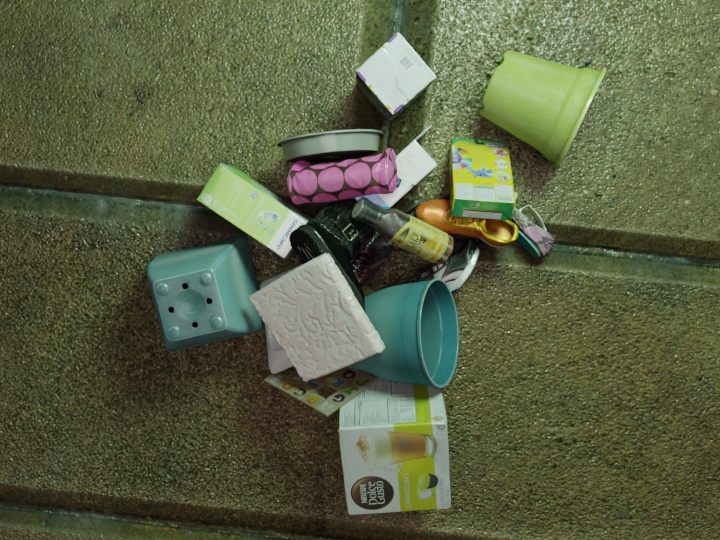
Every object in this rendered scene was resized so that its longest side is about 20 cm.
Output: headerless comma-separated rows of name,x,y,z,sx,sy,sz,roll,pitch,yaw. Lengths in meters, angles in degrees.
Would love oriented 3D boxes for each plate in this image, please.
plate,-0.117,0.074,1.529,0.200,0.032,0.200,-25,60,28

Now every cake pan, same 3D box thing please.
cake pan,-0.055,-0.230,1.494,0.200,0.200,0.037,-6,93,2

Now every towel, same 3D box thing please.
towel,-0.078,0.089,1.429,0.191,0.032,0.200,-26,101,31

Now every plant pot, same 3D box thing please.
plant pot,0.064,0.121,1.502,0.188,0.200,0.200,-4,97,26
plant pot,0.332,-0.319,1.497,0.184,0.200,0.201,27,96,9
plant pot,-0.305,0.054,1.531,0.196,0.200,0.196,-13,96,3

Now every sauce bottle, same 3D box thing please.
sauce bottle,0.077,-0.074,1.477,0.200,0.066,0.066,23,96,-20

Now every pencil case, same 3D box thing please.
pencil case,-0.031,-0.173,1.455,0.200,0.091,0.094,-4,53,15

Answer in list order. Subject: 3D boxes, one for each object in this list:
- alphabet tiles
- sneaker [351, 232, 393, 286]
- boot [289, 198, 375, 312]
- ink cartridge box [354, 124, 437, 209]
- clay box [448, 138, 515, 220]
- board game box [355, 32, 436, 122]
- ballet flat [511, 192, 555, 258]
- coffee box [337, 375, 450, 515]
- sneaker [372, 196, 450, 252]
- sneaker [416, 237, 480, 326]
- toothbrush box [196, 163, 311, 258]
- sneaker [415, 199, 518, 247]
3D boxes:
alphabet tiles,-0.081,0.200,1.547,0.200,0.167,0.008,22,127,35
sneaker,0.000,0.000,1.561,0.076,0.116,0.200,36,96,-3
boot,-0.024,-0.026,1.470,0.079,0.158,0.211,-20,104,42
ink cartridge box,0.081,-0.186,1.539,0.200,0.116,0.067,-42,93,5
clay box,0.229,-0.179,1.526,0.115,0.200,0.048,5,133,1
board game box,0.061,-0.352,1.479,0.103,0.200,0.105,-41,95,5
ballet flat,0.303,-0.110,1.574,0.200,0.069,0.071,40,78,-6
coffee box,0.063,0.321,1.527,0.197,0.200,0.200,-4,115,2
sneaker,0.109,-0.095,1.564,0.200,0.066,0.091,-16,85,-17
sneaker,0.157,0.012,1.578,0.086,0.080,0.200,36,95,-1
toothbrush box,-0.197,-0.116,1.538,0.200,0.146,0.086,35,95,-2
sneaker,0.204,-0.098,1.513,0.200,0.077,0.073,12,79,-1
